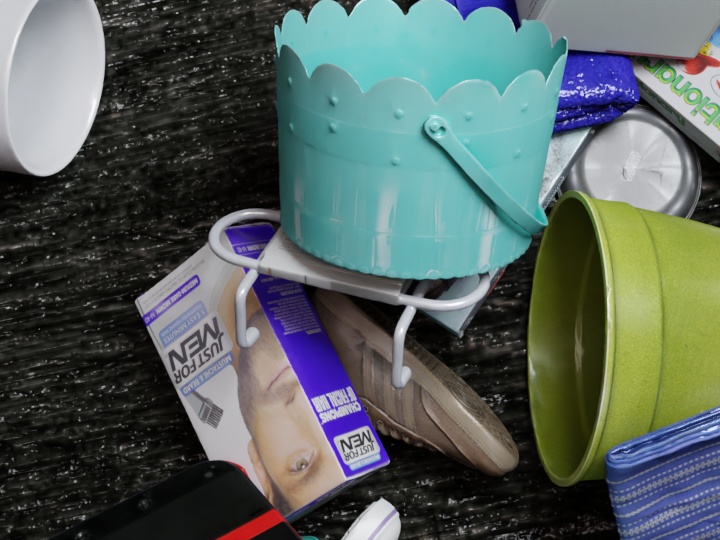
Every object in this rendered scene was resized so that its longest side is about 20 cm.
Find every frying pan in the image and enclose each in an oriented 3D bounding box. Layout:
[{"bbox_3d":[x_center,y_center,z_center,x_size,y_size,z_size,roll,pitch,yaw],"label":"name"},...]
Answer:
[{"bbox_3d":[0.182,-0.102,1.086,0.115,0.031,0.190,-42,81,-7],"label":"frying pan"}]

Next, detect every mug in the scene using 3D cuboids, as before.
[{"bbox_3d":[-0.314,-0.144,1.052,0.173,0.149,0.201,12,45,16],"label":"mug"}]

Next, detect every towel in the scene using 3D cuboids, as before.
[{"bbox_3d":[0.244,0.158,0.952,0.143,0.201,0.024,-20,46,1],"label":"towel"},{"bbox_3d":[0.121,-0.196,1.070,0.145,0.050,0.202,-13,62,2],"label":"towel"}]

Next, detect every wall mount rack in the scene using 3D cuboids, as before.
[{"bbox_3d":[0.000,0.000,0.974,0.197,0.075,0.174,13,38,16],"label":"wall mount rack"}]

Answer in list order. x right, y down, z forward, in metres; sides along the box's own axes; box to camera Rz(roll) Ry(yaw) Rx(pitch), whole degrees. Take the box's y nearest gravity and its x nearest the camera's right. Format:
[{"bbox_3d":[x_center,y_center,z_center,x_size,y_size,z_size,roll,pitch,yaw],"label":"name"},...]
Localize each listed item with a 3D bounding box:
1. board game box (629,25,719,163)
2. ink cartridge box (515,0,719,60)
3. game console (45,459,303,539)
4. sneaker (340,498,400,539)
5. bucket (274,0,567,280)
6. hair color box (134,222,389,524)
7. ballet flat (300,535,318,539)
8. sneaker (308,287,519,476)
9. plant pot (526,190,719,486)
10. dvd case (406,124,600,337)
[{"bbox_3d":[0.292,-0.150,1.063,0.126,0.035,0.200,-44,67,-4],"label":"board game box"},{"bbox_3d":[0.182,-0.265,1.041,0.143,0.084,0.202,2,60,-16],"label":"ink cartridge box"},{"bbox_3d":[-0.133,0.210,0.913,0.198,0.031,0.177,-26,36,-20],"label":"game console"},{"bbox_3d":[0.003,0.272,1.006,0.113,0.073,0.202,28,93,8],"label":"sneaker"},{"bbox_3d":[0.036,-0.091,0.927,0.204,0.208,0.137,6,115,5],"label":"bucket"},{"bbox_3d":[-0.074,0.080,1.027,0.109,0.065,0.202,-35,78,31],"label":"hair color box"},{"bbox_3d":[-0.111,0.253,1.024,0.197,0.068,0.073,-16,98,1],"label":"ballet flat"},{"bbox_3d":[0.028,0.095,1.047,0.200,0.070,0.076,42,101,16],"label":"sneaker"},{"bbox_3d":[0.233,0.050,0.980,0.190,0.200,0.204,2,79,-7],"label":"plant pot"},{"bbox_3d":[0.073,-0.070,1.076,0.145,0.022,0.201,33,83,20],"label":"dvd case"}]
